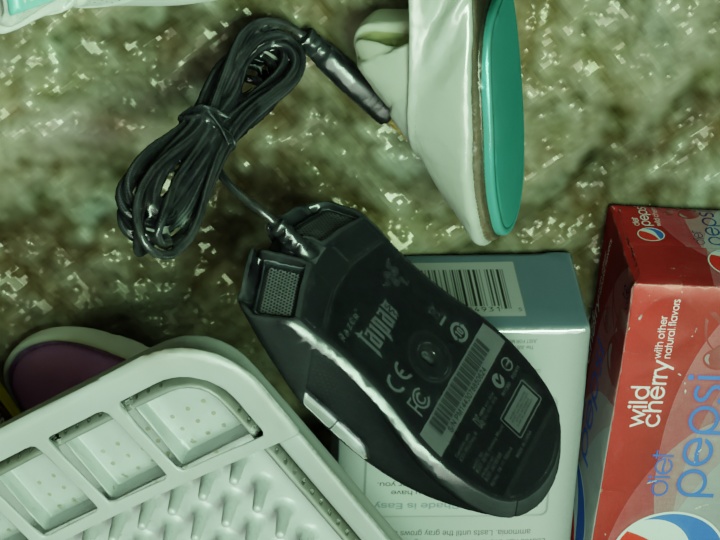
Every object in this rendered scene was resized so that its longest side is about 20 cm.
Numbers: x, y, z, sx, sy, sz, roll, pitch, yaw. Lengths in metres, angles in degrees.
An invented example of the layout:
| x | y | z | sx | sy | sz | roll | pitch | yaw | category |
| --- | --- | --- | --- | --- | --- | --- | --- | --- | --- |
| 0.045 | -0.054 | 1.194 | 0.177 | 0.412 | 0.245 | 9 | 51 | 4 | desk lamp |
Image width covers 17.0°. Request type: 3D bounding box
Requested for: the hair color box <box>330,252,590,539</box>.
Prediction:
| x | y | z | sx | sy | sz | roll | pitch | yaw | category |
| --- | --- | --- | --- | --- | --- | --- | --- | --- | --- |
| 0.037 | 0.092 | 1.005 | 0.099 | 0.061 | 0.201 | 0 | 121 | -4 | hair color box |

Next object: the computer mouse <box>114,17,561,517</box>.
| x | y | z | sx | sy | sz | roll | pitch | yaw | category |
| --- | --- | --- | --- | --- | --- | --- | --- | --- | --- |
| 0.000 | 0.000 | 0.905 | 0.200 | 0.141 | 0.046 | 39 | 138 | -15 | computer mouse |

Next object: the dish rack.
| x | y | z | sx | sy | sz | roll | pitch | yaw | category |
| --- | --- | --- | --- | --- | --- | --- | --- | --- | --- |
| -0.064 | 0.115 | 0.923 | 0.171 | 0.044 | 0.200 | -27 | 116 | 23 | dish rack |

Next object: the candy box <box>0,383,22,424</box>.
| x | y | z | sx | sy | sz | roll | pitch | yaw | category |
| --- | --- | --- | --- | --- | --- | --- | --- | --- | --- |
| -0.148 | 0.123 | 0.977 | 0.026 | 0.102 | 0.200 | 0 | 134 | 35 | candy box |

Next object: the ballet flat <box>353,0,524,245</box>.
| x | y | z | sx | sy | sz | roll | pitch | yaw | category |
| --- | --- | --- | --- | --- | --- | --- | --- | --- | --- |
| 0.027 | -0.106 | 0.886 | 0.069 | 0.070 | 0.201 | -4 | 118 | -3 | ballet flat |

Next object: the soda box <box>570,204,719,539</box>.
| x | y | z | sx | sy | sz | roll | pitch | yaw | category |
| --- | --- | --- | --- | --- | --- | --- | --- | --- | --- |
| 0.126 | 0.074 | 1.000 | 0.070 | 0.063 | 0.201 | 2 | 121 | -6 | soda box |

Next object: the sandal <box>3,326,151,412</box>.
| x | y | z | sx | sy | sz | roll | pitch | yaw | category |
| --- | --- | --- | --- | --- | --- | --- | --- | --- | --- |
| -0.063 | 0.097 | 0.965 | 0.202 | 0.050 | 0.083 | 38 | 129 | 0 | sandal |

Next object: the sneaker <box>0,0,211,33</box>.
| x | y | z | sx | sy | sz | roll | pitch | yaw | category |
| --- | --- | --- | --- | --- | --- | --- | --- | --- | --- |
| -0.104 | -0.113 | 0.847 | 0.199 | 0.089 | 0.076 | -2 | 121 | -4 | sneaker |
